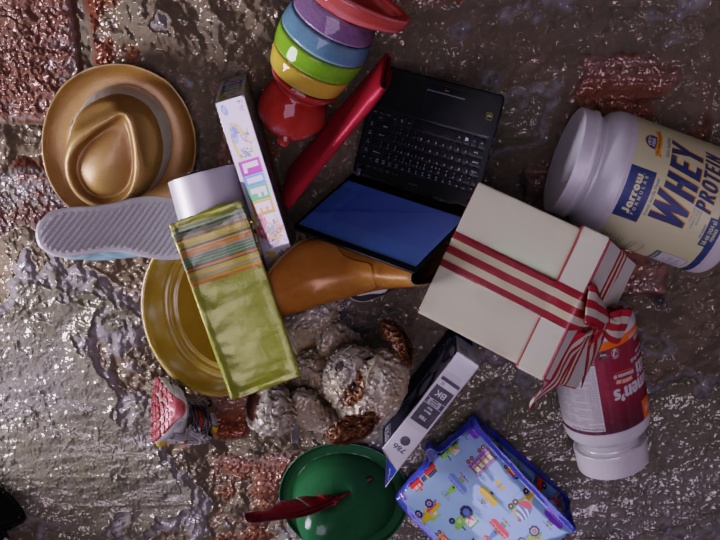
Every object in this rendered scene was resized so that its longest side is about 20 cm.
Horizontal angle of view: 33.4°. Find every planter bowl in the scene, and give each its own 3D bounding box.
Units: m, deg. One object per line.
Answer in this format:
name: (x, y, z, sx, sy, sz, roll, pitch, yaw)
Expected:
planter bowl: (-0.160, 0.044, 1.442, 0.198, 0.083, 0.204, 4, 98, 27)

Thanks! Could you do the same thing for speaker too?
speaker: (-0.151, -0.014, 1.333, 0.080, 0.081, 0.203, -15, 93, 7)

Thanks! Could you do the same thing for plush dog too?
plush dog: (-0.018, 0.139, 1.439, 0.170, 0.202, 0.161, 4, 149, 43)

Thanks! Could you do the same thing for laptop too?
laptop: (0.040, -0.118, 1.324, 0.176, 0.103, 0.203, 20, 101, 33)

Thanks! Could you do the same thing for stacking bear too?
stacking bear: (-0.050, -0.233, 1.343, 0.113, 0.122, 0.201, 6, 128, -35)

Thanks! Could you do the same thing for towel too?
towel: (-0.135, 0.032, 1.286, 0.085, 0.018, 0.203, -19, 92, 8)

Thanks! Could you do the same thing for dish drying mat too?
dish drying mat: (-0.027, -0.156, 1.357, 0.018, 0.077, 0.200, 32, 126, -17)

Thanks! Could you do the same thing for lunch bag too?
lunch bag: (0.152, 0.296, 1.540, 0.200, 0.094, 0.151, 43, 104, -8)

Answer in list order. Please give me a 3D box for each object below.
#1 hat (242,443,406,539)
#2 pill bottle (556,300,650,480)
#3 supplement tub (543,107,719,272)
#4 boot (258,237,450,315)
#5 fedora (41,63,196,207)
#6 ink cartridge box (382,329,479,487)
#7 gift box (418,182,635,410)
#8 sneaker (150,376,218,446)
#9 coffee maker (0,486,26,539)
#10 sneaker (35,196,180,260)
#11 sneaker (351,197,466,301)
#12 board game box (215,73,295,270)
hat: (-0.036, 0.330, 1.508, 0.197, 0.176, 0.168, 0, 110, 2)
pill bottle: (0.295, 0.145, 1.467, 0.108, 0.110, 0.203, -12, 109, 6)
supplement tub: (0.321, -0.094, 1.360, 0.197, 0.145, 0.147, 18, 110, -5)
boot: (0.000, 0.000, 1.312, 0.143, 0.200, 0.072, 12, 123, 46)
fedora: (-0.287, -0.137, 1.396, 0.197, 0.082, 0.204, 0, 110, 1)
ink cartridge box: (0.074, 0.165, 1.487, 0.039, 0.100, 0.201, 32, 107, -9)
gift box: (0.193, 0.038, 1.324, 0.185, 0.184, 0.202, 25, 97, 25)
sneaker: (-0.214, 0.174, 1.465, 0.081, 0.200, 0.079, 1, 80, -6)
coffee maker: (-0.554, 0.381, 1.542, 0.191, 0.135, 0.202, 8, 118, -49)
sneaker: (-0.270, -0.048, 1.378, 0.197, 0.082, 0.075, 2, 90, -14)
sneaker: (0.057, -0.025, 1.425, 0.199, 0.088, 0.076, -37, 107, 15)
board game box: (-0.117, -0.113, 1.372, 0.034, 0.135, 0.202, -15, 110, 2)
